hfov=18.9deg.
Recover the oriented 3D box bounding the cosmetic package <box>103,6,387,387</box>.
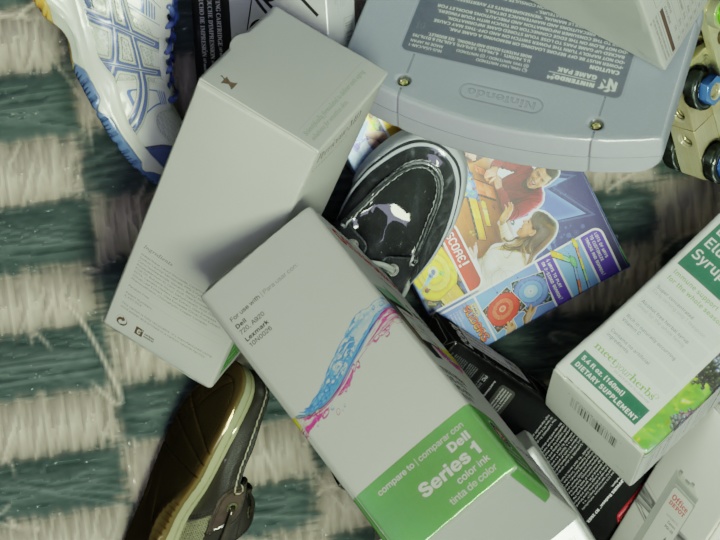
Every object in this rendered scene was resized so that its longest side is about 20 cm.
[{"bbox_3d":[-0.071,-0.043,1.280,0.085,0.108,0.200,32,131,5],"label":"cosmetic package"}]

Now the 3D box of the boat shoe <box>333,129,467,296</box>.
[{"bbox_3d":[0.000,0.000,1.349,0.072,0.068,0.200,34,113,-8],"label":"boat shoe"}]

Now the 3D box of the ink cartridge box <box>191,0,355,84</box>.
[{"bbox_3d":[-0.055,-0.182,1.310,0.094,0.044,0.200,4,106,23],"label":"ink cartridge box"}]

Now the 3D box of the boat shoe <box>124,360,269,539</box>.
[{"bbox_3d":[-0.101,0.149,1.398,0.065,0.073,0.200,18,113,-26],"label":"boat shoe"}]

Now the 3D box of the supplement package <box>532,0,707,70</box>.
[{"bbox_3d":[0.110,-0.230,1.241,0.200,0.156,0.111,31,84,21],"label":"supplement package"}]

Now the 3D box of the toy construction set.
[{"bbox_3d":[0.248,-0.131,1.391,0.131,0.092,0.200,-43,118,-25],"label":"toy construction set"}]

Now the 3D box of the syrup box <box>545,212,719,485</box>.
[{"bbox_3d":[0.215,0.035,1.361,0.200,0.081,0.079,-42,74,-14],"label":"syrup box"}]

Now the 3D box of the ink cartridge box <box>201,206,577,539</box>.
[{"bbox_3d":[0.017,0.076,1.218,0.084,0.145,0.200,-40,65,4],"label":"ink cartridge box"}]

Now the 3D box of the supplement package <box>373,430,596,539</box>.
[{"bbox_3d":[0.108,0.215,1.326,0.117,0.117,0.200,-31,90,1],"label":"supplement package"}]

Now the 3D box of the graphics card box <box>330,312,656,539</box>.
[{"bbox_3d":[0.089,0.129,1.420,0.200,0.051,0.125,32,102,-28],"label":"graphics card box"}]

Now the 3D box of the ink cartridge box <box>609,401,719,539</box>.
[{"bbox_3d":[0.248,0.193,1.435,0.146,0.083,0.200,16,112,-33],"label":"ink cartridge box"}]

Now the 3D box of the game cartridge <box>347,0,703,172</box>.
[{"bbox_3d":[0.095,-0.126,1.301,0.200,0.042,0.133,14,61,11],"label":"game cartridge"}]

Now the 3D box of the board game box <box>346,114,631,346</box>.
[{"bbox_3d":[0.073,-0.057,1.394,0.135,0.034,0.200,-28,109,-3],"label":"board game box"}]

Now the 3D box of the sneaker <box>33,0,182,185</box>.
[{"bbox_3d":[-0.136,-0.145,1.306,0.088,0.075,0.200,-28,109,0],"label":"sneaker"}]
